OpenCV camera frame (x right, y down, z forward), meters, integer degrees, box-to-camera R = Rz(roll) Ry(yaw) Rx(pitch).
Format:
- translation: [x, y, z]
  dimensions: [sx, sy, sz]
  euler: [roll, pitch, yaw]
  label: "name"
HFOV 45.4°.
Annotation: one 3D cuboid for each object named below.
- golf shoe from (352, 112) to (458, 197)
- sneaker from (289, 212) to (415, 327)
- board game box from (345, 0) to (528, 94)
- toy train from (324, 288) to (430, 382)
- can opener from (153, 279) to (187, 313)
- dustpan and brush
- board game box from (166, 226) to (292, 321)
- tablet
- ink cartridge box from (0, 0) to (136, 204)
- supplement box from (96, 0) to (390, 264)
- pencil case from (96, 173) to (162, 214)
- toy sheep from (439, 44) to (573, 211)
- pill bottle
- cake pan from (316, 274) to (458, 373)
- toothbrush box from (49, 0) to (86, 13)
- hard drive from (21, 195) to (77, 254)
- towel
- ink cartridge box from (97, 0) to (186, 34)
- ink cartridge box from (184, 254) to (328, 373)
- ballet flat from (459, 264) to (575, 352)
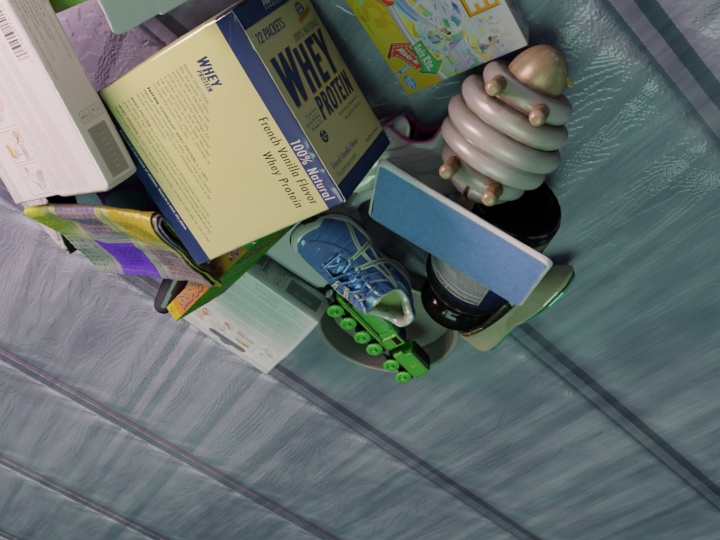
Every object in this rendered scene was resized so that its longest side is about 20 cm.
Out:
- translation: [0.020, -0.133, 0.944]
  dimensions: [0.198, 0.076, 0.092]
  euler: [2, 124, 8]
  label: "golf shoe"
- translation: [0.000, 0.000, 1.016]
  dimensions: [0.199, 0.077, 0.076]
  euler: [31, 114, -36]
  label: "sneaker"
- translation: [0.054, -0.269, 0.793]
  dimensions: [0.133, 0.034, 0.200]
  euler: [-17, 132, 29]
  label: "board game box"
- translation: [0.027, 0.083, 1.148]
  dimensions: [0.056, 0.042, 0.200]
  euler: [-26, 128, 24]
  label: "toy train"
- translation: [-0.201, -0.032, 1.054]
  dimensions: [0.078, 0.063, 0.201]
  euler: [34, 103, 0]
  label: "can opener"
- translation: [-0.032, -0.061, 1.050]
  dimensions: [0.139, 0.058, 0.199]
  euler: [35, 141, -28]
  label: "dustpan and brush"
- translation: [-0.146, -0.013, 1.019]
  dimensions: [0.200, 0.095, 0.030]
  euler: [-37, 89, 38]
  label: "board game box"
- translation: [0.098, -0.037, 0.895]
  dimensions: [0.199, 0.014, 0.130]
  euler: [31, 160, 8]
  label: "tablet"
- translation: [-0.328, -0.168, 0.843]
  dimensions: [0.175, 0.045, 0.201]
  euler: [-1, 121, 41]
  label: "ink cartridge box"
- translation: [-0.116, -0.147, 0.855]
  dimensions: [0.198, 0.135, 0.201]
  euler: [-20, 112, 32]
  label: "supplement box"
- translation: [-0.285, -0.109, 1.020]
  dimensions: [0.091, 0.086, 0.201]
  euler: [-13, 135, 9]
  label: "pencil case"
- translation: [0.138, -0.131, 0.850]
  dimensions: [0.137, 0.138, 0.201]
  euler: [25, 119, -16]
  label: "toy sheep"
- translation: [0.142, -0.019, 1.003]
  dimensions: [0.111, 0.113, 0.201]
  euler: [17, 140, -7]
  label: "pill bottle"
- translation: [0.038, 0.070, 1.188]
  dimensions: [0.198, 0.037, 0.201]
  euler: [6, 139, 5]
  label: "cake pan"
- translation: [-0.269, -0.344, 0.742]
  dimensions: [0.144, 0.087, 0.201]
  euler: [-11, 134, 24]
  label: "toothbrush box"
- translation: [-0.386, -0.127, 0.998]
  dimensions: [0.140, 0.038, 0.201]
  euler: [41, 152, 27]
  label: "hard drive"
- translation: [-0.261, -0.028, 0.955]
  dimensions: [0.198, 0.023, 0.144]
  euler: [8, 155, 27]
  label: "towel"
- translation: [-0.147, -0.293, 0.697]
  dimensions: [0.199, 0.067, 0.118]
  euler: [-34, 138, -15]
  label: "ink cartridge box"
- translation: [-0.151, 0.052, 1.188]
  dimensions: [0.159, 0.047, 0.200]
  euler: [35, 143, -8]
  label: "ink cartridge box"
- translation: [0.192, 0.042, 1.104]
  dimensions: [0.069, 0.070, 0.200]
  euler: [24, 138, -15]
  label: "ballet flat"
